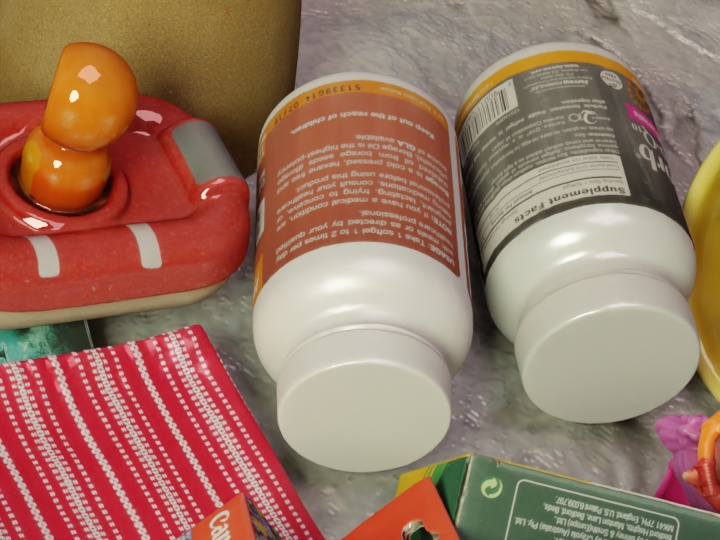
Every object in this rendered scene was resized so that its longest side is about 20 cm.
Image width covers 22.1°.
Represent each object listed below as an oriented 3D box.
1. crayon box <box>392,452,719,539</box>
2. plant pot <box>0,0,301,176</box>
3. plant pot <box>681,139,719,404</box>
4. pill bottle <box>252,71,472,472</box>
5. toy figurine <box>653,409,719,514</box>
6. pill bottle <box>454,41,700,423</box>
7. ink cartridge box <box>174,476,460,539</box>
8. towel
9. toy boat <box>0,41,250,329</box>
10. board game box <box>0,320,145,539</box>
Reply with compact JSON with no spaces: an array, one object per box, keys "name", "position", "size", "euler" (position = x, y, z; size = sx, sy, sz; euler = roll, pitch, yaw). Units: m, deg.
[{"name":"crayon box","position":[0.084,0.127,0.838],"size":[0.125,0.200,0.052],"euler":[15,80,-6]},{"name":"plant pot","position":[-0.106,-0.179,1.025],"size":[0.186,0.200,0.187],"euler":[11,44,-11]},{"name":"plant pot","position":[0.308,-0.002,1.020],"size":[0.189,0.201,0.201],"euler":[-3,47,-44]},{"name":"pill bottle","position":[0.000,0.000,0.950],"size":[0.112,0.112,0.200],"euler":[10,44,-11]},{"name":"toy figurine","position":[0.192,0.118,0.858],"size":[0.150,0.184,0.200],"euler":[-39,111,-18]},{"name":"pill bottle","position":[0.119,-0.022,1.013],"size":[0.116,0.117,0.200],"euler":[6,46,-15]},{"name":"ink cartridge box","position":[-0.056,0.143,0.724],"size":[0.050,0.200,0.109],"euler":[53,3,-19]},{"name":"towel","position":[-0.126,0.092,0.835],"size":[0.200,0.023,0.145],"euler":[-8,53,-36]},{"name":"toy boat","position":[-0.144,-0.055,0.896],"size":[0.200,0.131,0.131],"euler":[-8,49,-30]},{"name":"board game box","position":[-0.188,0.066,0.877],"size":[0.135,0.028,0.200],"euler":[-3,49,-23]}]
